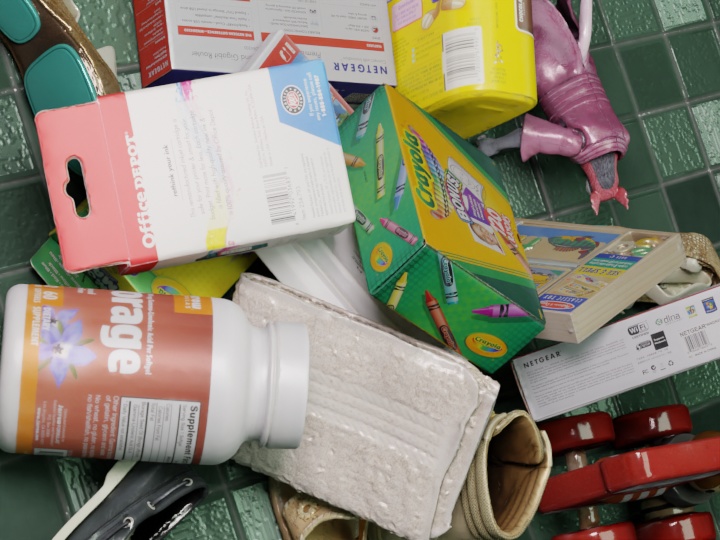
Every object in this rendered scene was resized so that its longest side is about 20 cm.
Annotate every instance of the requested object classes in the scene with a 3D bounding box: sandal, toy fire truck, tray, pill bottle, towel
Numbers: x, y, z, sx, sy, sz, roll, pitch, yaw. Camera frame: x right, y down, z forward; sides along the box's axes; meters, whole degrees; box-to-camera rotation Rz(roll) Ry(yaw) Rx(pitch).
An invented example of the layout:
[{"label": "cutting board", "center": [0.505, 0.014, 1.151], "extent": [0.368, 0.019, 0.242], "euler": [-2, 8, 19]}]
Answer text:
[{"label": "sandal", "center": [-0.017, 0.191, 1.587], "extent": [0.077, 0.070, 0.212], "euler": [11, 70, -31]}, {"label": "toy fire truck", "center": [0.235, 0.155, 1.706], "extent": [0.200, 0.168, 0.112], "euler": [-4, 78, -34]}, {"label": "tray", "center": [0.000, 0.000, 1.585], "extent": [0.200, 0.022, 0.107], "euler": [50, 52, -1]}, {"label": "pill bottle", "center": [-0.137, 0.070, 1.477], "extent": [0.199, 0.112, 0.112], "euler": [4, 73, -9]}, {"label": "towel", "center": [-0.013, 0.097, 1.544], "extent": [0.200, 0.034, 0.133], "euler": [21, 103, 12]}]

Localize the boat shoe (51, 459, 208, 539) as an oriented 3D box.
[{"label": "boat shoe", "center": [-0.167, 0.196, 1.476], "extent": [0.066, 0.075, 0.199], "euler": [29, 48, 11]}]

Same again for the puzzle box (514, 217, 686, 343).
[{"label": "puzzle box", "center": [0.124, 0.004, 1.662], "extent": [0.133, 0.200, 0.025], "euler": [-35, 117, -36]}]

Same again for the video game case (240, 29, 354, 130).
[{"label": "video game case", "center": [-0.032, -0.057, 1.629], "extent": [0.200, 0.017, 0.143], "euler": [48, 55, -20]}]

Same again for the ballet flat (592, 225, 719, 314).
[{"label": "ballet flat", "center": [0.219, 0.002, 1.797], "extent": [0.200, 0.071, 0.065], "euler": [-4, 42, -33]}]

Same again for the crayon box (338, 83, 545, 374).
[{"label": "crayon box", "center": [0.053, -0.032, 1.578], "extent": [0.119, 0.058, 0.200], "euler": [33, 26, -30]}]

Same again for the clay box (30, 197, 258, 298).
[{"label": "clay box", "center": [-0.132, -0.031, 1.588], "extent": [0.115, 0.048, 0.200], "euler": [50, 53, -14]}]

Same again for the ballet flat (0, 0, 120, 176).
[{"label": "ballet flat", "center": [-0.215, -0.161, 1.572], "extent": [0.200, 0.068, 0.072], "euler": [56, 35, -3]}]

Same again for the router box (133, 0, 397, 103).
[{"label": "router box", "center": [-0.076, -0.222, 1.683], "extent": [0.200, 0.049, 0.180], "euler": [2, 75, -33]}]

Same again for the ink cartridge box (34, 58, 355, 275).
[{"label": "ink cartridge box", "center": [-0.114, -0.066, 1.512], "extent": [0.199, 0.067, 0.117], "euler": [-11, 86, -13]}]

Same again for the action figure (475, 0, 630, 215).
[{"label": "action figure", "center": [0.174, -0.140, 1.775], "extent": [0.134, 0.149, 0.200], "euler": [-11, 69, -42]}]

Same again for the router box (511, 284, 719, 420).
[{"label": "router box", "center": [0.232, 0.049, 1.670], "extent": [0.049, 0.200, 0.179], "euler": [70, 20, 3]}]

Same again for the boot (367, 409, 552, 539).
[{"label": "boot", "center": [0.076, 0.111, 1.620], "extent": [0.073, 0.155, 0.200], "euler": [23, 64, -26]}]

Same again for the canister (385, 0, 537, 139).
[{"label": "canister", "center": [0.071, -0.210, 1.720], "extent": [0.086, 0.148, 0.201], "euler": [6, 75, -32]}]
